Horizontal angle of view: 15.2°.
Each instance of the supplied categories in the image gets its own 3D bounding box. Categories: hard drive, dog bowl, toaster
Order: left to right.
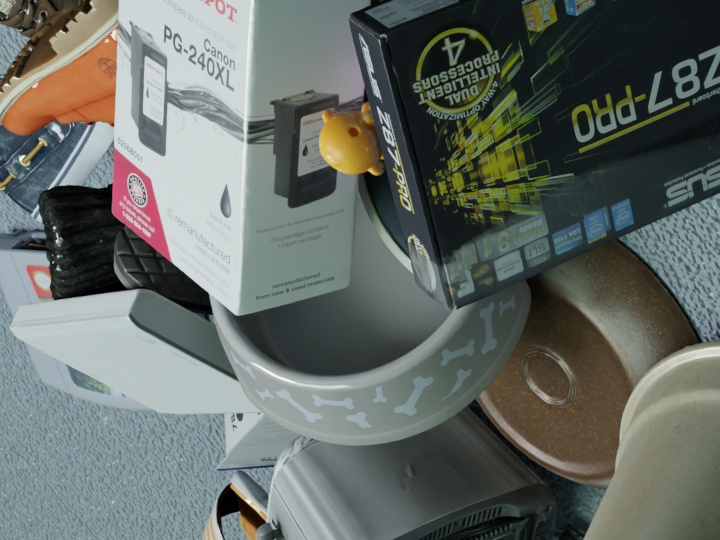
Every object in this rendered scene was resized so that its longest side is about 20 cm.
[{"bbox_3d":[-0.130,0.054,1.722,0.132,0.026,0.200,30,164,-23],"label":"hard drive"},{"bbox_3d":[0.000,0.000,1.594,0.200,0.200,0.059,31,167,28],"label":"dog bowl"},{"bbox_3d":[0.034,0.157,1.718,0.129,0.199,0.114,48,146,36],"label":"toaster"}]

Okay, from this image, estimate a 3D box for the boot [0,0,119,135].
[{"bbox_3d":[-0.158,-0.112,1.654,0.107,0.075,0.200,39,149,-17],"label":"boot"}]

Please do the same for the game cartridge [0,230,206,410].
[{"bbox_3d":[-0.186,0.037,1.972,0.199,0.041,0.134,3,125,46],"label":"game cartridge"}]

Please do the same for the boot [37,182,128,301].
[{"bbox_3d":[-0.126,-0.056,1.715,0.212,0.157,0.080,98,167,-45],"label":"boot"}]

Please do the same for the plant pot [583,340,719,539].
[{"bbox_3d":[0.199,0.173,1.504,0.200,0.184,0.201,19,132,22],"label":"plant pot"}]

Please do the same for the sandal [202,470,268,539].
[{"bbox_3d":[-0.075,0.199,1.900,0.079,0.059,0.207,44,168,11],"label":"sandal"}]

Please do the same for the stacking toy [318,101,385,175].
[{"bbox_3d":[0.049,-0.101,1.457,0.116,0.200,0.110,49,143,8],"label":"stacking toy"}]

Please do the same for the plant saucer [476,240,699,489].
[{"bbox_3d":[0.124,0.058,1.646,0.200,0.037,0.201,29,138,30],"label":"plant saucer"}]

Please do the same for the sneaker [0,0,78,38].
[{"bbox_3d":[-0.220,-0.182,1.794,0.200,0.075,0.070,56,144,-4],"label":"sneaker"}]

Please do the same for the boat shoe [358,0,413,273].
[{"bbox_3d":[0.038,-0.083,1.543,0.062,0.075,0.201,-52,39,44],"label":"boat shoe"}]

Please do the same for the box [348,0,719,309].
[{"bbox_3d":[0.105,-0.091,1.407,0.049,0.199,0.162,40,149,57],"label":"box"}]

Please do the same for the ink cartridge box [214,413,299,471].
[{"bbox_3d":[-0.024,0.078,1.764,0.200,0.099,0.039,-48,51,55],"label":"ink cartridge box"}]

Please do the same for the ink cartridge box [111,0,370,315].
[{"bbox_3d":[-0.069,-0.100,1.502,0.145,0.083,0.201,37,132,46],"label":"ink cartridge box"}]

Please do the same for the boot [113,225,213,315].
[{"bbox_3d":[-0.081,0.028,1.727,0.132,0.199,0.070,131,140,-50],"label":"boot"}]

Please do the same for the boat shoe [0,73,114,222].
[{"bbox_3d":[-0.202,-0.108,1.763,0.091,0.071,0.200,30,136,-8],"label":"boat shoe"}]
